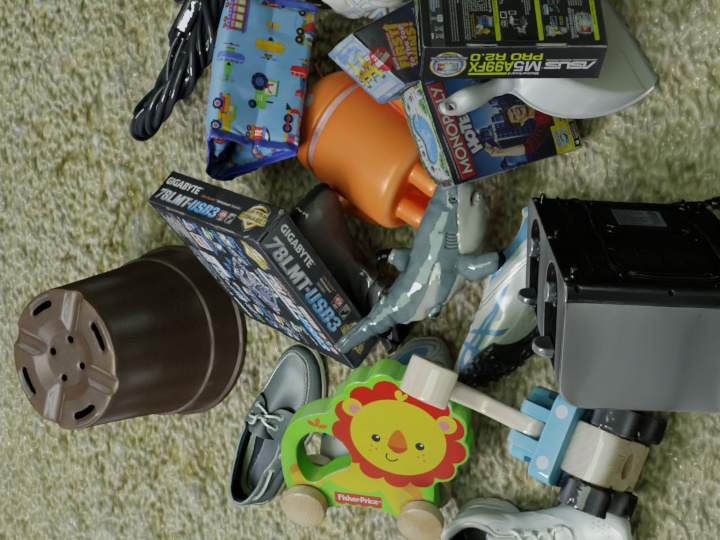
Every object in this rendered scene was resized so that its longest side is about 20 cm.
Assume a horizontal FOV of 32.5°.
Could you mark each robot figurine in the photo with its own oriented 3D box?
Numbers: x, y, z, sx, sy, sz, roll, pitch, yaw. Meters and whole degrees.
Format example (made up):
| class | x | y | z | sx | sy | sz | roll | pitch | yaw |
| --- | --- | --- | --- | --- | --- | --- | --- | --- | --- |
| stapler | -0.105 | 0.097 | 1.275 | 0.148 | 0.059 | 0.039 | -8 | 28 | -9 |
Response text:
| class | x | y | z | sx | sy | sz | roll | pitch | yaw |
| --- | --- | --- | --- | --- | --- | --- | --- | --- | --- |
| robot figurine | 0.012 | -0.120 | 1.229 | 0.199 | 0.144 | 0.117 | 38 | 76 | 22 |

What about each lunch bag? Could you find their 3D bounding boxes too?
| class | x | y | z | sx | sy | sz | roll | pitch | yaw |
| --- | --- | --- | --- | --- | --- | --- | --- | --- | --- |
| lunch bag | -0.122 | -0.181 | 1.266 | 0.200 | 0.093 | 0.153 | 162 | 117 | -71 |

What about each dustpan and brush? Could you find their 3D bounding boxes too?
| class | x | y | z | sx | sy | sz | roll | pitch | yaw |
| --- | --- | --- | --- | --- | --- | --- | --- | --- | --- |
| dustpan and brush | 0.156 | -0.183 | 1.108 | 0.141 | 0.198 | 0.057 | 60 | 147 | 9 |

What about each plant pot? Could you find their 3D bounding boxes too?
| class | x | y | z | sx | sy | sz | roll | pitch | yaw |
| --- | --- | --- | --- | --- | --- | --- | --- | --- | --- |
| plant pot | -0.262 | 0.082 | 1.375 | 0.198 | 0.198 | 0.203 | 4 | 99 | 30 |

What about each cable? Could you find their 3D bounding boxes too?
| class | x | y | z | sx | sy | sz | roll | pitch | yaw |
| --- | --- | --- | --- | --- | --- | --- | --- | --- | --- |
| cable | -0.187 | -0.220 | 1.322 | 0.050 | 0.163 | 0.201 | 27 | 104 | -20 |

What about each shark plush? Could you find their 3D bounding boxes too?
| class | x | y | z | sx | sy | sz | roll | pitch | yaw |
| --- | --- | --- | --- | --- | --- | --- | --- | --- | --- |
| shark plush | 0.048 | -0.002 | 1.175 | 0.083 | 0.091 | 0.200 | 39 | 112 | -22 |

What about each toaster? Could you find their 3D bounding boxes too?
| class | x | y | z | sx | sy | sz | roll | pitch | yaw |
| --- | --- | --- | --- | --- | --- | --- | --- | --- | --- |
| toaster | 0.239 | 0.021 | 1.043 | 0.197 | 0.181 | 0.120 | 2 | 118 | -4 |

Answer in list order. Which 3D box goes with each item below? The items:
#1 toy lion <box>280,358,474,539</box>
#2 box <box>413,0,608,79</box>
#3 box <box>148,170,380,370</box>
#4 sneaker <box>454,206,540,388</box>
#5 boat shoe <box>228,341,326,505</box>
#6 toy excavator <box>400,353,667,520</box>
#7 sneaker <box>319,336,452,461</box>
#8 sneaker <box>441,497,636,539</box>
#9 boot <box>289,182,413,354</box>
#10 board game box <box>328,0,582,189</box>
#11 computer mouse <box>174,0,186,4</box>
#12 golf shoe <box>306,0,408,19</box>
| class | x | y | z | sx | sy | sz | roll | pitch | yaw |
| --- | --- | --- | --- | --- | --- | --- | --- | --- | --- |
| toy lion | 0.015 | 0.173 | 1.228 | 0.197 | 0.069 | 0.194 | 4 | 123 | 15 |
| box | 0.125 | -0.260 | 1.084 | 0.158 | 0.044 | 0.202 | -1 | 61 | -3 |
| box | -0.098 | -0.001 | 1.246 | 0.197 | 0.201 | 0.050 | 19 | 64 | 47 |
| sneaker | 0.145 | 0.029 | 1.193 | 0.073 | 0.071 | 0.201 | 51 | 123 | 42 |
| boat shoe | -0.095 | 0.174 | 1.364 | 0.072 | 0.062 | 0.202 | 30 | 111 | 24 |
| toy excavator | 0.155 | 0.143 | 1.138 | 0.198 | 0.194 | 0.101 | 21 | 90 | 34 |
| sneaker | 0.020 | 0.149 | 1.278 | 0.072 | 0.073 | 0.200 | 36 | 116 | -9 |
| sneaker | 0.170 | 0.266 | 1.201 | 0.198 | 0.087 | 0.076 | -9 | 91 | 31 |
| boot | 0.000 | 0.000 | 1.230 | 0.131 | 0.200 | 0.070 | 39 | 78 | 22 |
| board game box | 0.081 | -0.178 | 1.130 | 0.062 | 0.198 | 0.203 | -24 | 83 | 65 |
| computer mouse | -0.171 | -0.399 | 1.347 | 0.200 | 0.044 | 0.110 | -48 | 67 | 33 |
| golf shoe | -0.006 | -0.278 | 1.171 | 0.096 | 0.200 | 0.079 | -7 | 86 | -9 |
